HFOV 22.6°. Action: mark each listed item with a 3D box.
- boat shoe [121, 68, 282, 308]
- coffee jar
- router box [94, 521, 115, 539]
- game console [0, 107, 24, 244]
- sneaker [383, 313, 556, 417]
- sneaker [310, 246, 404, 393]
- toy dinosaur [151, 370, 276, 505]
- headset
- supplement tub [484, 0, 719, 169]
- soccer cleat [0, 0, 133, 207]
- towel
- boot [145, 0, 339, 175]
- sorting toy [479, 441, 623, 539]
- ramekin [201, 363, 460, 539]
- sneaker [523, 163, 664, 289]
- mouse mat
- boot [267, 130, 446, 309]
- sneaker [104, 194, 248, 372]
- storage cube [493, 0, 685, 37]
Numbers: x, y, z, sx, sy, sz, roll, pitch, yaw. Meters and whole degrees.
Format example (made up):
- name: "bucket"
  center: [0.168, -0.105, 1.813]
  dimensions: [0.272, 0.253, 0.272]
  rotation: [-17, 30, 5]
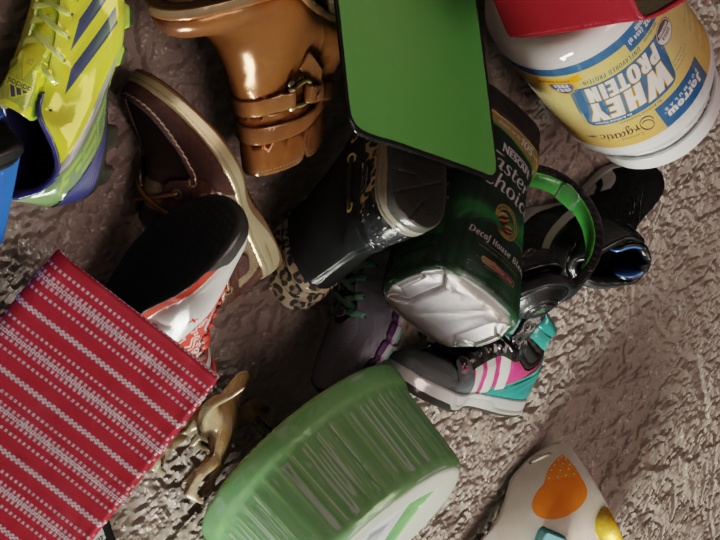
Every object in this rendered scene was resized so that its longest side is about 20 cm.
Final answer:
- name: "boat shoe"
  center: [-0.124, -0.051, 1.271]
  dimensions: [0.072, 0.072, 0.200]
  rotation: [-44, 136, -17]
- name: "coffee jar"
  center: [0.082, -0.049, 1.390]
  dimensions: [0.104, 0.085, 0.201]
  rotation: [37, 48, -32]
- name: "router box"
  center: [-0.257, 0.258, 1.290]
  dimensions: [0.200, 0.051, 0.150]
  rotation: [-36, 132, -29]
- name: "game console"
  center: [-0.320, -0.061, 1.101]
  dimensions: [0.199, 0.118, 0.171]
  rotation: [-28, 158, -34]
- name: "sneaker"
  center: [0.101, 0.057, 1.537]
  dimensions: [0.200, 0.083, 0.121]
  rotation: [11, 105, -55]
- name: "sneaker"
  center: [0.000, 0.000, 1.430]
  dimensions: [0.088, 0.074, 0.201]
  rotation: [44, 64, -36]
- name: "toy dinosaur"
  center: [-0.113, 0.117, 1.347]
  dimensions: [0.101, 0.058, 0.200]
  rotation: [-58, 170, -4]
- name: "headset"
  center: [0.118, -0.012, 1.480]
  dimensions: [0.200, 0.123, 0.094]
  rotation: [-43, 169, -24]
- name: "supplement tub"
  center: [0.205, -0.185, 1.485]
  dimensions: [0.145, 0.144, 0.200]
  rotation: [-58, 137, -8]
- name: "soccer cleat"
  center: [-0.196, -0.135, 1.158]
  dimensions: [0.083, 0.065, 0.201]
  rotation: [-15, 120, -43]
- name: "towel"
  center: [-0.210, 0.105, 1.213]
  dimensions: [0.144, 0.022, 0.200]
  rotation: [39, 93, -14]
- name: "boot"
  center: [-0.078, -0.142, 1.258]
  dimensions: [0.200, 0.076, 0.156]
  rotation: [-31, 137, -53]
- name: "sorting toy"
  center: [0.161, 0.298, 1.726]
  dimensions: [0.179, 0.107, 0.201]
  rotation: [-28, 129, -10]
- name: "ramekin"
  center: [-0.016, 0.176, 1.399]
  dimensions: [0.200, 0.098, 0.200]
  rotation: [-38, 162, -15]
- name: "sneaker"
  center: [0.231, -0.033, 1.609]
  dimensions: [0.199, 0.112, 0.073]
  rotation: [-26, 127, -35]
- name: "mouse mat"
  center: [0.040, -0.156, 1.295]
  dimensions: [0.200, 0.007, 0.162]
  rotation: [13, 66, -53]
- name: "boot"
  center: [-0.003, -0.076, 1.366]
  dimensions: [0.073, 0.154, 0.204]
  rotation: [33, 41, -26]
- name: "sneaker"
  center: [-0.128, 0.034, 1.275]
  dimensions: [0.201, 0.067, 0.108]
  rotation: [-46, 143, 15]
- name: "storage cube"
  center: [0.178, -0.278, 1.263]
  dimensions: [0.170, 0.180, 0.201]
  rotation: [-30, 105, -21]
